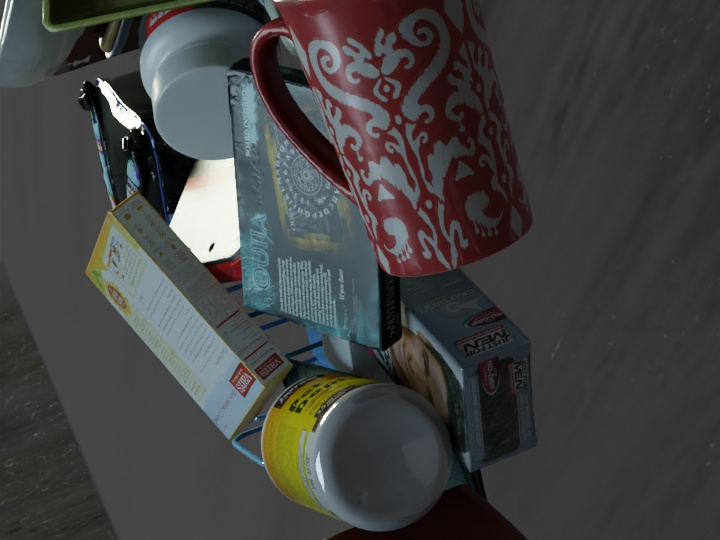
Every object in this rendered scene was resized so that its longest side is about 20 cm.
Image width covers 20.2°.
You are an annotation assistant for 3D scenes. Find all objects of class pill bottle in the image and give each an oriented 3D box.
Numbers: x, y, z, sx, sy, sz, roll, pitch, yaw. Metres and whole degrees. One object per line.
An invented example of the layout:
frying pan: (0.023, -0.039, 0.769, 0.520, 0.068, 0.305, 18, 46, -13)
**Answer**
pill bottle: (-0.123, -0.191, 1.633, 0.200, 0.114, 0.114, -98, 4, -45)
pill bottle: (-0.011, 0.136, 1.551, 0.200, 0.109, 0.109, 0, 108, 72)

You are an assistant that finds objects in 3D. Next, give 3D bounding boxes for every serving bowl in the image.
serving bowl: (-0.249, -0.242, 1.647, 0.200, 0.066, 0.201, -169, 90, -78)

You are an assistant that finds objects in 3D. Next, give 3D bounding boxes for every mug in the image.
mug: (0.027, -0.111, 1.348, 0.177, 0.133, 0.200, 17, 129, 65)

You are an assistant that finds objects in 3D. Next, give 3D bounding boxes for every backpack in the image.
backpack: (-0.174, -0.088, 1.958, 0.183, 0.134, 0.200, 43, 148, 55)

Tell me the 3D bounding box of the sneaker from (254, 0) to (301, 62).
sneaker: (-0.046, -0.212, 1.559, 0.085, 0.075, 0.200, 85, 164, -55)

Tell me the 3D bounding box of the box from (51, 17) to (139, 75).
box: (-0.240, -0.317, 1.860, 0.200, 0.164, 0.166, 67, 163, 8)

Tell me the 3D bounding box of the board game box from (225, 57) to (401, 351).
board game box: (-0.034, -0.049, 1.486, 0.135, 0.028, 0.200, 17, 123, 32)

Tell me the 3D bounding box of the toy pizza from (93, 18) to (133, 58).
toy pizza: (-0.196, -0.275, 1.666, 0.200, 0.032, 0.201, -169, 90, -77)

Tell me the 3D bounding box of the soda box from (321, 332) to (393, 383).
soda box: (0.000, 0.000, 1.644, 0.068, 0.063, 0.200, -129, 25, -48)

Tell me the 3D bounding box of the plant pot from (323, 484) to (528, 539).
plant pot: (0.055, 0.286, 1.562, 0.176, 0.199, 0.200, 62, 161, 26)

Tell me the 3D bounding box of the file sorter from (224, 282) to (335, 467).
file sorter: (-0.074, 0.063, 1.843, 0.139, 0.122, 0.200, -160, 52, -69)

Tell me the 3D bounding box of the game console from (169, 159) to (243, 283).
game console: (-0.103, -0.072, 1.732, 0.200, 0.031, 0.177, -8, 57, 60)

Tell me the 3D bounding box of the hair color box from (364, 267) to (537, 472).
hair color box: (0.059, 0.052, 1.532, 0.200, 0.061, 0.099, 47, 151, 50)

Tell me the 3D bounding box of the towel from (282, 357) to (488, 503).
towel: (0.023, 0.147, 1.665, 0.200, 0.022, 0.147, 14, 131, 42)

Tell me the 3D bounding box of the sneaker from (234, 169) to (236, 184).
sneaker: (-0.002, -0.119, 1.524, 0.200, 0.109, 0.070, -24, 108, 42)

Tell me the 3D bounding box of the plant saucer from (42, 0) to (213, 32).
plant saucer: (-0.141, -0.279, 1.533, 0.048, 0.200, 0.200, 40, -135, -64)

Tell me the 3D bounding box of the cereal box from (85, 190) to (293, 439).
cereal box: (-0.150, 0.041, 1.726, 0.200, 0.040, 0.144, 48, 153, 6)
